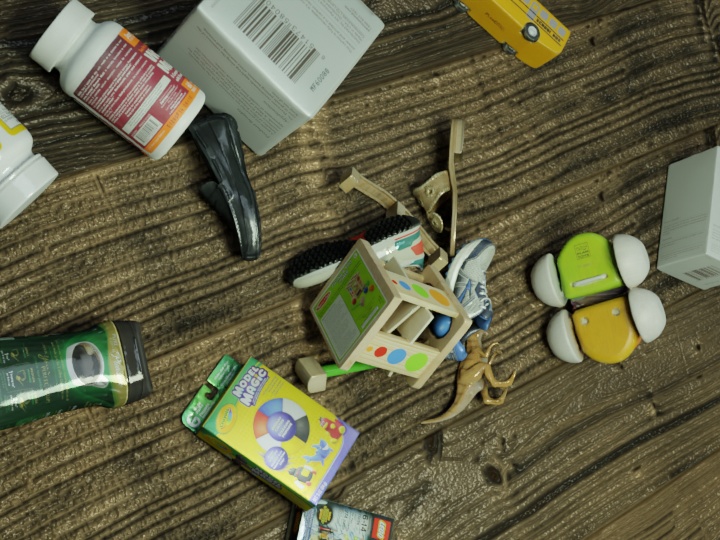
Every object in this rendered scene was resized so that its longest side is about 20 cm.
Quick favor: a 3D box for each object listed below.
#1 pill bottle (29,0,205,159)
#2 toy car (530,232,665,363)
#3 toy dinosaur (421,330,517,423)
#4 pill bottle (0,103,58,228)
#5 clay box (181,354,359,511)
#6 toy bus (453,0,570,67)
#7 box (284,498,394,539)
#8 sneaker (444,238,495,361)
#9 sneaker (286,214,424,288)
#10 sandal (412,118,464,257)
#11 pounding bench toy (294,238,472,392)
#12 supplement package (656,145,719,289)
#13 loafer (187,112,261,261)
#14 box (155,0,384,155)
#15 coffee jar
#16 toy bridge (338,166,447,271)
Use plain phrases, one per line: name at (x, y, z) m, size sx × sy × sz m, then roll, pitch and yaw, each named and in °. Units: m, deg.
pill bottle at (-0.302, -0.239, 1.334) m, size 0.200 × 0.110 × 0.110 m, roll 38°, pitch 62°, yaw -16°
toy car at (0.369, 0.041, 1.633) m, size 0.150 × 0.175 × 0.201 m, roll -4°, pitch 77°, yaw -65°
toy dinosaur at (0.161, 0.161, 1.539) m, size 0.106 × 0.060 × 0.200 m, roll 21°, pitch 61°, yaw 2°
pill bottle at (-0.453, -0.152, 1.225) m, size 0.200 × 0.114 × 0.114 m, roll 47°, pitch 60°, yaw -11°
clay box at (-0.114, 0.198, 1.349) m, size 0.200 × 0.048 × 0.115 m, roll 36°, pitch 61°, yaw -5°
toy bus at (0.237, -0.411, 1.706) m, size 0.200 × 0.065 × 0.078 m, roll 38°, pitch 62°, yaw -16°
box at (-0.039, 0.401, 1.366) m, size 0.137 × 0.040 × 0.200 m, roll 21°, pitch 68°, yaw -25°
sneaker at (0.158, 0.047, 1.526) m, size 0.200 × 0.085 × 0.077 m, roll -62°, pitch 151°, yaw -19°
sneaker at (0.000, 0.000, 1.461) m, size 0.199 × 0.070 × 0.094 m, roll -23°, pitch 118°, yaw -14°
sandal at (0.112, -0.123, 1.575) m, size 0.069 × 0.078 × 0.212 m, roll 4°, pitch 76°, yaw 6°
pounding bench toy at (0.024, 0.089, 1.421) m, size 0.156 × 0.200 × 0.124 m, roll 20°, pitch 27°, yaw -37°
supplement package at (0.589, -0.087, 1.796) m, size 0.117 × 0.117 × 0.200 m, roll 21°, pitch 69°, yaw -23°
loafer at (-0.178, -0.106, 1.402) m, size 0.070 × 0.068 × 0.201 m, roll -15°, pitch 88°, yaw -12°
box at (-0.120, -0.304, 1.416) m, size 0.199 × 0.171 × 0.200 m, roll 43°, pitch 60°, yaw -14°
coffee jar at (-0.344, 0.119, 1.236) m, size 0.200 × 0.085 × 0.105 m, roll -8°, pitch 78°, yaw -30°
toy bridge at (0.050, -0.075, 1.523) m, size 0.200 × 0.027 × 0.067 m, roll 41°, pitch 22°, yaw -18°
